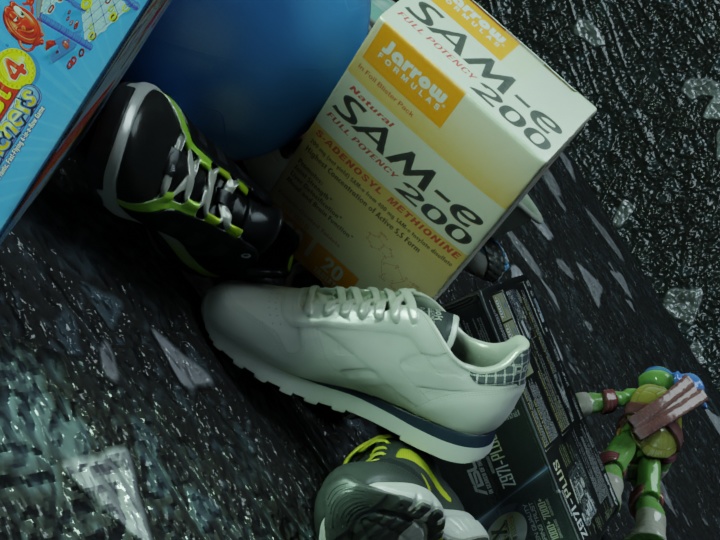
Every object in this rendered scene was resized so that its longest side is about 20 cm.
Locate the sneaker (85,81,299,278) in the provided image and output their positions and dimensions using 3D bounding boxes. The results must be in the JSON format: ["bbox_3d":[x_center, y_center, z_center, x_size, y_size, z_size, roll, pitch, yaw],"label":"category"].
[{"bbox_3d":[-0.082,-0.045,0.824,0.200,0.082,0.072,50,55,-68],"label":"sneaker"}]

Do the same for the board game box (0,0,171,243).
[{"bbox_3d":[-0.131,-0.120,0.696,0.056,0.196,0.200,34,20,-10],"label":"board game box"}]

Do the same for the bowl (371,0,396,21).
[{"bbox_3d":[0.002,-0.167,1.229,0.200,0.105,0.201,38,-1,1],"label":"bowl"}]

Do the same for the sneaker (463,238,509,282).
[{"bbox_3d":[0.030,-0.028,1.134,0.200,0.087,0.075,35,-5,43],"label":"sneaker"}]

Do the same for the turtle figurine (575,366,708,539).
[{"bbox_3d":[0.242,0.187,1.446,0.194,0.199,0.144,-70,150,-47],"label":"turtle figurine"}]

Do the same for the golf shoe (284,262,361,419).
[{"bbox_3d":[0.000,0.000,0.999,0.088,0.077,0.201,30,49,-25],"label":"golf shoe"}]

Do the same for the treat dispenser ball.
[{"bbox_3d":[-0.093,-0.166,0.900,0.201,0.200,0.201,50,17,-21],"label":"treat dispenser ball"}]

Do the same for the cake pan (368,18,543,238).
[{"bbox_3d":[0.055,-0.100,1.068,0.200,0.037,0.200,47,10,-11],"label":"cake pan"}]

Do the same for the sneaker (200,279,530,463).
[{"bbox_3d":[0.003,0.040,0.887,0.199,0.081,0.077,21,29,-4],"label":"sneaker"}]

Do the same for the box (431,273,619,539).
[{"bbox_3d":[0.106,0.115,1.090,0.201,0.086,0.164,68,18,2],"label":"box"}]

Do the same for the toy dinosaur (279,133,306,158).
[{"bbox_3d":[-0.083,-0.177,1.042,0.201,0.086,0.135,57,-26,-6],"label":"toy dinosaur"}]

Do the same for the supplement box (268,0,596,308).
[{"bbox_3d":[0.032,-0.062,0.889,0.126,0.200,0.074,41,47,5],"label":"supplement box"}]

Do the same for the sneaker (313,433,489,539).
[{"bbox_3d":[0.011,0.137,0.878,0.085,0.074,0.200,57,6,25],"label":"sneaker"}]

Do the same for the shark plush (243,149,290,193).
[{"bbox_3d":[-0.017,-0.024,1.107,0.200,0.091,0.083,45,-12,-20],"label":"shark plush"}]
